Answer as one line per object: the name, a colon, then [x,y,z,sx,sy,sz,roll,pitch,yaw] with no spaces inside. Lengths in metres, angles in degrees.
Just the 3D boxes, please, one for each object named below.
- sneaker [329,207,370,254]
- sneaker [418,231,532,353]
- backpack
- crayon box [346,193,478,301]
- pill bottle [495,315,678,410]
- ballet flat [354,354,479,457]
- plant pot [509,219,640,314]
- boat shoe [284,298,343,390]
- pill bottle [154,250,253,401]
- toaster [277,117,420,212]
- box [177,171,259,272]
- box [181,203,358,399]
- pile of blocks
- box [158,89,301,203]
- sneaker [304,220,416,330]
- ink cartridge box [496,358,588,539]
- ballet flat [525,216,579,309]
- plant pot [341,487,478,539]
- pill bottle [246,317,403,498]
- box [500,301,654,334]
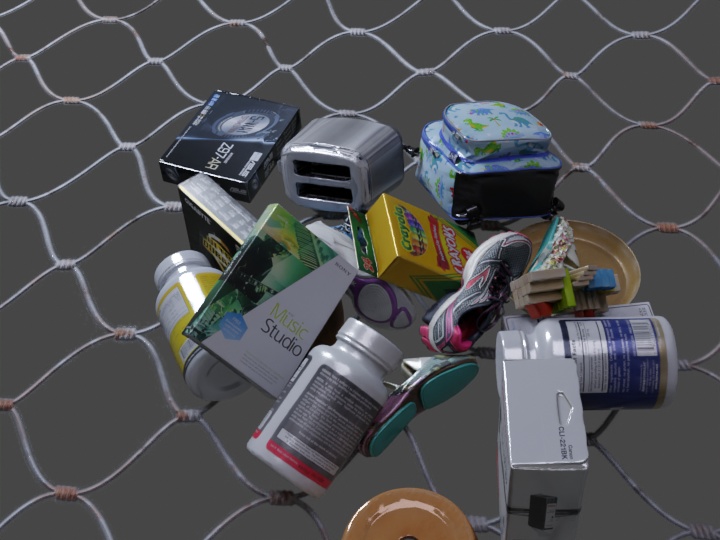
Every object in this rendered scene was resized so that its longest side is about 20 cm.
sneaker: [-0.017,-0.056,1.517,0.199,0.090,0.079,-9,47,-3]
sneaker: [0.166,0.034,1.376,0.200,0.081,0.075,-51,25,-18]
backpack: [0.183,-0.169,1.557,0.182,0.148,0.200,-7,29,-22]
crayon box: [0.081,-0.026,1.435,0.199,0.051,0.127,20,39,-30]
pill bottle: [0.265,0.111,1.252,0.199,0.111,0.111,-1,47,1]
ballet flat: [0.059,0.156,1.334,0.200,0.069,0.071,-36,51,-21]
plant pot: [0.292,0.007,1.482,0.199,0.028,0.201,-2,46,2]
boat shoe: [-0.068,0.092,1.399,0.070,0.070,0.200,-33,31,29]
pill bottle: [-0.207,0.067,1.399,0.112,0.112,0.200,-20,49,-14]
toaster: [-0.024,-0.155,1.570,0.199,0.114,0.129,11,32,26]
box: [-0.168,-0.019,1.445,0.049,0.160,0.200,-33,54,-24]
box: [-0.109,0.038,1.312,0.200,0.144,0.036,-58,23,-18]
pile of blocks: [0.271,0.034,1.299,0.199,0.082,0.062,0,75,-42]
box: [-0.207,-0.204,1.700,0.159,0.044,0.200,15,49,18]
sneaker: [0.000,0.000,1.440,0.200,0.075,0.100,39,29,-6]
ink cartridge box: [0.198,0.213,1.175,0.083,0.201,0.145,0,46,3]
ballet flat: [0.260,0.000,1.422,0.064,0.076,0.200,32,41,3]
plant pot: [0.053,0.326,1.122,0.199,0.140,0.201,-2,46,2]
pill bottle: [-0.037,0.160,1.257,0.110,0.111,0.200,30,80,28]
box: [0.287,0.110,1.362,0.199,0.060,0.117,-6,47,-3]
